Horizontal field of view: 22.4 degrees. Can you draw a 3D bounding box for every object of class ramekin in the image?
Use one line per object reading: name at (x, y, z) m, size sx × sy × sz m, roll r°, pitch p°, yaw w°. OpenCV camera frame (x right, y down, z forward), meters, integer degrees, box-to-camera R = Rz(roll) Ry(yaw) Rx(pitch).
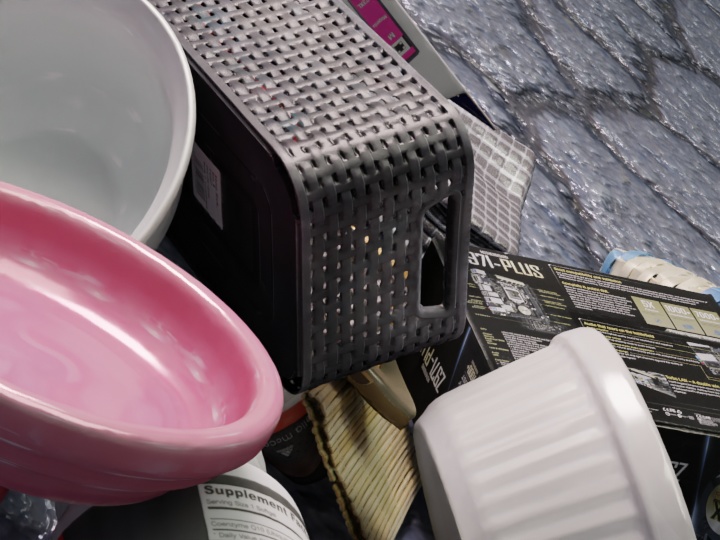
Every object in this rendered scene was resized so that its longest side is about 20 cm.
ramekin at (0.091, 0.133, 0.847) m, size 0.202 × 0.094 × 0.203 m, roll 164°, pitch -90°, yaw -86°

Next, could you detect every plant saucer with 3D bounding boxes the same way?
plant saucer at (-0.129, 0.028, 0.717) m, size 0.200 × 0.051 × 0.201 m, roll 25°, pitch 17°, yaw -8°

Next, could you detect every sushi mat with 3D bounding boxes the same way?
sushi mat at (0.006, 0.094, 0.994) m, size 0.200 × 0.012 × 0.096 m, roll -37°, pitch 108°, yaw -79°

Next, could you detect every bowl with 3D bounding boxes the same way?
bowl at (-0.168, -0.045, 0.888) m, size 0.201 × 0.201 × 0.090 m, roll 55°, pitch -7°, yaw 26°

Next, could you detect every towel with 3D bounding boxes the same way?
towel at (0.039, -0.077, 1.337) m, size 0.200 × 0.086 × 0.166 m, roll 36°, pitch 25°, yaw -14°

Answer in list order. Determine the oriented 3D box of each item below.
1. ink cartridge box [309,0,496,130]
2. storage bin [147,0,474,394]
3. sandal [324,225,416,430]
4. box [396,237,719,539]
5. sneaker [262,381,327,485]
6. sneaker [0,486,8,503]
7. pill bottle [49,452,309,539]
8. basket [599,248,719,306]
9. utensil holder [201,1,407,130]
ink cartridge box at (-0.006, -0.150, 1.017) m, size 0.200 × 0.037 × 0.095 m, roll 46°, pitch -1°, yaw -32°
storage bin at (-0.035, -0.051, 0.906) m, size 0.094 × 0.135 × 0.200 m, roll -19°, pitch 42°, yaw -23°
sandal at (0.000, 0.000, 1.005) m, size 0.080 × 0.054 × 0.200 m, roll 41°, pitch 24°, yaw -36°
box at (0.134, 0.074, 1.072) m, size 0.200 × 0.086 × 0.164 m, roll 11°, pitch 30°, yaw -21°
sneaker at (-0.044, 0.052, 1.040) m, size 0.200 × 0.077 × 0.082 m, roll -87°, pitch 152°, yaw -59°
sneaker at (-0.214, 0.063, 0.709) m, size 0.200 × 0.087 × 0.074 m, roll 13°, pitch 36°, yaw -48°
pill bottle at (-0.070, 0.149, 0.752) m, size 0.116 × 0.116 × 0.200 m, roll 25°, pitch 28°, yaw -34°
basket at (0.226, 0.091, 1.245) m, size 0.200 × 0.177 × 0.139 m, roll 36°, pitch 13°, yaw 33°
utensil holder at (-0.082, -0.116, 1.117) m, size 0.200 × 0.170 × 0.170 m, roll 10°, pitch 39°, yaw -52°
